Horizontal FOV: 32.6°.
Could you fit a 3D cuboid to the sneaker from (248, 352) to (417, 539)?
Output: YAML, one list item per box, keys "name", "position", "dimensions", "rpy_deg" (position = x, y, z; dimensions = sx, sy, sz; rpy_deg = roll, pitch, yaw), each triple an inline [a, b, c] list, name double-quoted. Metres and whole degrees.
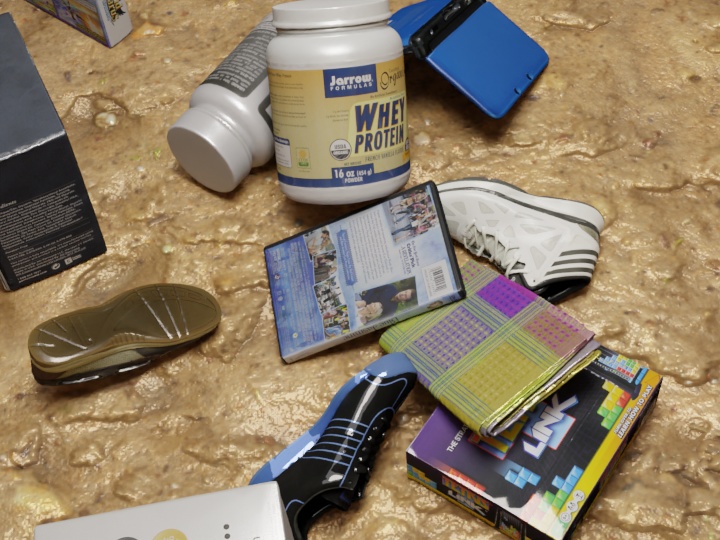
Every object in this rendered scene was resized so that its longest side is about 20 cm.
- name: "sneaker"
  position: [-0.010, 0.167, 1.137]
  dimensions: [0.200, 0.070, 0.078]
  rpy_deg: [-45, 60, -2]

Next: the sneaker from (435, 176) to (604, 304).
- name: "sneaker"
  position: [0.147, -0.025, 1.268]
  dimensions: [0.200, 0.076, 0.116]
  rpy_deg: [9, 54, 8]

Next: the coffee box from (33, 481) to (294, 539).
- name: "coffee box"
  position: [-0.137, 0.315, 0.974]
  dimensions: [0.197, 0.200, 0.200]
  rpy_deg: [-10, 54, -2]

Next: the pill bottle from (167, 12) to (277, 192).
- name: "pill bottle"
  position: [-0.119, -0.189, 1.381]
  dimensions: [0.114, 0.114, 0.200]
  rpy_deg: [27, 61, 22]

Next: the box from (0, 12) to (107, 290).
- name: "box"
  position: [-0.374, -0.124, 1.305]
  dimensions: [0.124, 0.197, 0.200]
  rpy_deg: [-24, 57, -12]

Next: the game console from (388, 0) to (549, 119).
- name: "game console"
  position: [0.097, -0.242, 1.420]
  dimensions: [0.170, 0.119, 0.200]
  rpy_deg: [-11, 22, 33]

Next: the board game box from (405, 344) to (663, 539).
- name: "board game box"
  position: [0.164, 0.146, 1.158]
  dimensions: [0.165, 0.057, 0.200]
  rpy_deg: [28, 61, 21]

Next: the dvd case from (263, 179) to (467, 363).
- name: "dvd case"
  position: [0.000, 0.000, 1.259]
  dimensions: [0.199, 0.018, 0.143]
  rpy_deg: [-21, 54, 13]

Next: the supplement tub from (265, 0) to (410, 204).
- name: "supplement tub"
  position: [-0.024, -0.181, 1.294]
  dimensions: [0.144, 0.201, 0.144]
  rpy_deg: [-4, 17, 1]

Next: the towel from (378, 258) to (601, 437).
- name: "towel"
  position: [0.116, 0.071, 1.167]
  dimensions: [0.144, 0.023, 0.200]
  rpy_deg: [-38, 38, -12]

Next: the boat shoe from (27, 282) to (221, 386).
- name: "boat shoe"
  position: [-0.238, 0.066, 1.241]
  dimensions: [0.199, 0.065, 0.073]
  rpy_deg: [-11, 59, -27]

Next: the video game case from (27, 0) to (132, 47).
- name: "video game case"
  position: [-0.379, -0.387, 1.500]
  dimensions: [0.200, 0.182, 0.045]
  rpy_deg: [31, 61, 23]
